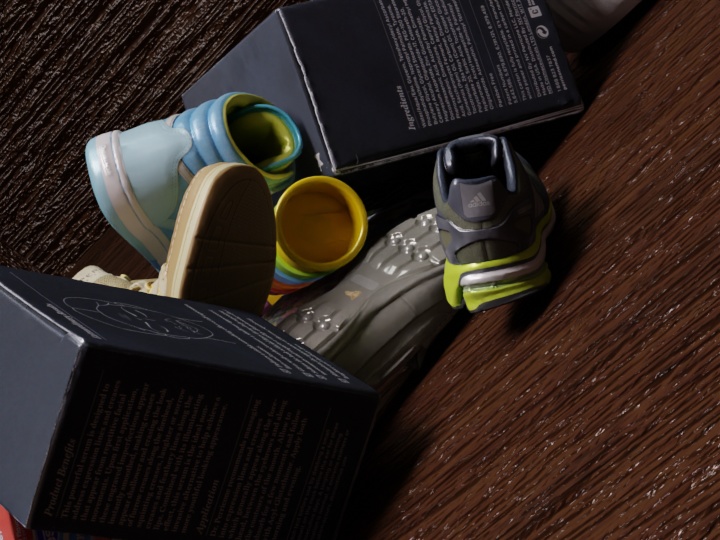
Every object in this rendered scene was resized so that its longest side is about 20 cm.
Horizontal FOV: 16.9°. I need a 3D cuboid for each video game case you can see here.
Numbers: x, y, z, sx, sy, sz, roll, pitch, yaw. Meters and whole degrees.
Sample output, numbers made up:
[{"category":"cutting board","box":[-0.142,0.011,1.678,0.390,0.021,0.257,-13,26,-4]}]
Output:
[{"category":"video game case","box":[0.000,0.000,1.654,0.143,0.018,0.200,-24,14,39]}]

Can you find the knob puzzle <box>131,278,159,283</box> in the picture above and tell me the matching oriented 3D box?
[{"category":"knob puzzle","box":[-0.207,0.049,1.724,0.219,0.031,0.220,-16,8,2]}]

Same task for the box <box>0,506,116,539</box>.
[{"category":"box","box":[-0.198,0.170,1.456,0.095,0.200,0.100,-9,4,42]}]

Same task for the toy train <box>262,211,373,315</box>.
[{"category":"toy train","box":[-0.009,-0.019,1.880,0.150,0.056,0.200,-32,17,37]}]

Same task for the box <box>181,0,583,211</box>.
[{"category":"box","box":[0.011,-0.115,1.664,0.196,0.124,0.200,-18,-6,-27]}]

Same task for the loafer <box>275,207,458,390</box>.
[{"category":"loafer","box":[0.020,0.028,1.494,0.200,0.070,0.070,-36,36,-17]}]

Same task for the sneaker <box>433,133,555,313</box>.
[{"category":"sneaker","box":[0.077,-0.047,1.421,0.074,0.081,0.200,-11,20,2]}]

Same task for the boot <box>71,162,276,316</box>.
[{"category":"boot","box":[-0.129,0.014,1.513,0.155,0.073,0.200,26,115,46]}]

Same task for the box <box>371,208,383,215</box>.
[{"category":"box","box":[-0.024,-0.094,2.053,0.200,0.106,0.122,-46,12,23]}]

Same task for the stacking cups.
[{"category":"stacking cups","box":[-0.042,-0.011,1.586,0.061,0.060,0.200,-53,2,-15]}]

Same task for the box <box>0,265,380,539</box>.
[{"category":"box","box":[-0.118,0.079,1.350,0.148,0.200,0.107,30,104,53]}]

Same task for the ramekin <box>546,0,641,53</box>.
[{"category":"ramekin","box":[0.169,-0.248,1.731,0.200,0.105,0.200,-47,8,8]}]

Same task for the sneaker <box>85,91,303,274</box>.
[{"category":"sneaker","box":[-0.086,-0.051,1.591,0.130,0.080,0.200,-20,-19,11]}]
